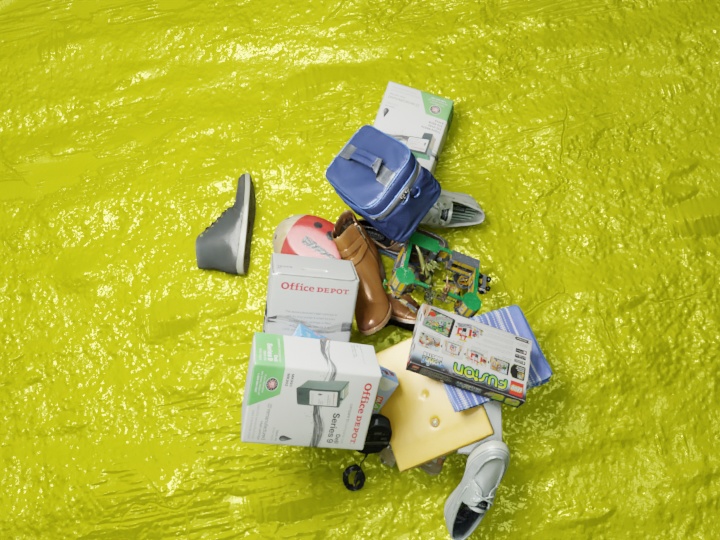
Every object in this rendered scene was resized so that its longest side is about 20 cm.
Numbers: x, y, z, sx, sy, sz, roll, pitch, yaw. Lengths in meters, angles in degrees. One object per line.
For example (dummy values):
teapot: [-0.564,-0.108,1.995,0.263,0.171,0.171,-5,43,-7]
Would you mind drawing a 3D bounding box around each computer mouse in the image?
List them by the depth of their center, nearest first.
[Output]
computer mouse: [0.007,0.313,1.103,0.057,0.203,0.034,5,38,-20]

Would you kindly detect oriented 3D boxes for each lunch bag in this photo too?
lunch bag: [0.036,-0.154,1.107,0.137,0.132,0.199,-52,41,1]

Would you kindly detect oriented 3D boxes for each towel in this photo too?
towel: [0.217,0.144,1.077,0.195,0.024,0.148,-13,67,-20]

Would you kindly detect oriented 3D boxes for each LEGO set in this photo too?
LEGO set: [0.129,0.031,1.175,0.194,0.117,0.157,14,52,-11]

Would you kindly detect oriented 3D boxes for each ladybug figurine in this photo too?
ladybug figurine: [-0.085,-0.038,1.238,0.196,0.072,0.138,28,78,9]

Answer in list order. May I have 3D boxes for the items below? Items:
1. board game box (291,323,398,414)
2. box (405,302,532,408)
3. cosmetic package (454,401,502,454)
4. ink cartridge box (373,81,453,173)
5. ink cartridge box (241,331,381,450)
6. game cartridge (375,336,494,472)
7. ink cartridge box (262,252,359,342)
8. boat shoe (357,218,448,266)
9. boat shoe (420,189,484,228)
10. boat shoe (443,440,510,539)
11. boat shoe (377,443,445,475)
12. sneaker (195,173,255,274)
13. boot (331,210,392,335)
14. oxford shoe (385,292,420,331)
board game box: [-0.056,0.197,1.059,0.197,0.037,0.153,28,107,-23]
box: [0.179,0.138,1.043,0.195,0.035,0.112,19,60,-1]
cosmetic package: [0.207,0.223,1.139,0.082,0.108,0.206,2,74,4]
ink cartridge box: [0.091,-0.251,1.276,0.142,0.085,0.205,17,77,8]
ink cartridge box: [-0.078,0.188,0.982,0.194,0.085,0.150,7,115,-14]
game cartridge: [0.114,0.215,1.094,0.173,0.032,0.204,-24,67,11]
ink cartridge box: [-0.090,0.084,1.068,0.141,0.084,0.205,5,113,-12]
boat shoe: [0.075,-0.058,1.234,0.194,0.073,0.074,8,76,5]
boat shoe: [0.151,-0.118,1.201,0.195,0.075,0.067,-6,29,-27]
boat shoe: [0.198,0.375,1.065,0.068,0.072,0.204,16,119,-9]
boat shoe: [0.056,0.315,1.140,0.194,0.075,0.070,9,81,12]
sneaker: [-0.268,-0.098,1.261,0.103,0.075,0.206,4,77,2]
boot: [0.000,0.000,1.134,0.075,0.157,0.203,-14,36,21]
oxford shoe: [0.091,0.075,1.203,0.194,0.072,0.073,12,71,7]
